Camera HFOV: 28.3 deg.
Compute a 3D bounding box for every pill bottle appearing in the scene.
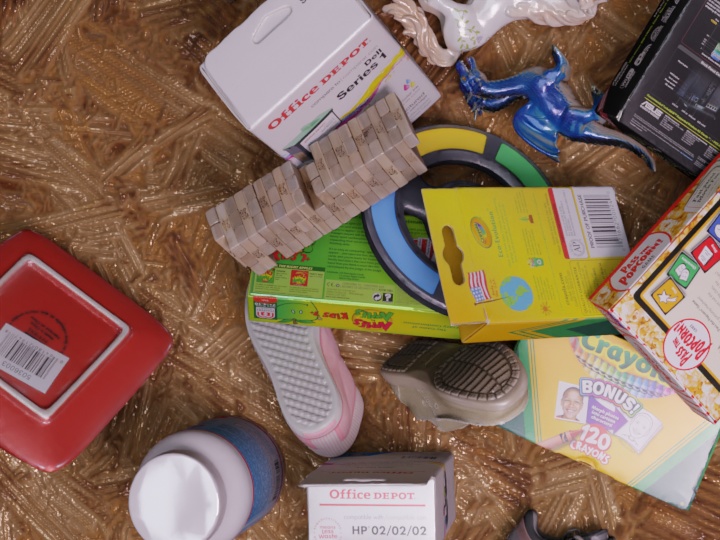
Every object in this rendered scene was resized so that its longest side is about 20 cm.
[{"bbox_3d":[-0.141,0.195,1.292,0.107,0.200,0.111,0,89,9],"label":"pill bottle"}]

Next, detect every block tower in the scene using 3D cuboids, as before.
[{"bbox_3d":[-0.035,-0.072,1.249,0.199,0.058,0.054,-32,53,11],"label":"block tower"}]

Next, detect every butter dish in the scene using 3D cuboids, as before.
[{"bbox_3d":[-0.313,0.099,1.360,0.199,0.148,0.200,35,52,7],"label":"butter dish"}]

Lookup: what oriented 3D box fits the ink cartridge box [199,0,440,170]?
[{"bbox_3d":[-0.031,-0.168,1.268,0.144,0.200,0.084,-41,67,7],"label":"ink cartridge box"}]

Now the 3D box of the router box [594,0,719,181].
[{"bbox_3d":[0.325,-0.149,1.244,0.199,0.062,0.151,31,95,-16],"label":"router box"}]

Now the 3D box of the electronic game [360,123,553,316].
[{"bbox_3d":[0.095,-0.046,1.285,0.197,0.042,0.203,9,59,-14],"label":"electronic game"}]

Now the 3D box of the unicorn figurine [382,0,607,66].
[{"bbox_3d":[0.131,-0.260,1.318,0.199,0.074,0.138,-32,94,23],"label":"unicorn figurine"}]

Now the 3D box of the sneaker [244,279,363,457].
[{"bbox_3d":[-0.052,0.086,1.349,0.074,0.105,0.202,-22,57,6],"label":"sneaker"}]

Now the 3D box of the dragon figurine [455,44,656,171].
[{"bbox_3d":[0.176,-0.136,1.309,0.099,0.059,0.200,-45,82,7],"label":"dragon figurine"}]

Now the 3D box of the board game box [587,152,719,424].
[{"bbox_3d":[0.313,0.005,1.212,0.200,0.046,0.151,-46,109,-3],"label":"board game box"}]

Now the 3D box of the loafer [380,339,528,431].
[{"bbox_3d":[0.093,0.107,1.276,0.075,0.199,0.069,-38,110,-18],"label":"loafer"}]

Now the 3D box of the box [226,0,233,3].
[{"bbox_3d":[-0.138,-0.372,1.343,0.112,0.101,0.202,-30,85,8],"label":"box"}]

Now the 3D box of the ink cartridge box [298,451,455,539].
[{"bbox_3d":[0.018,0.206,1.264,0.113,0.200,0.069,-2,90,10],"label":"ink cartridge box"}]

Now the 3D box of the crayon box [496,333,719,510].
[{"bbox_3d":[0.228,0.120,1.299,0.198,0.058,0.120,23,94,9],"label":"crayon box"}]

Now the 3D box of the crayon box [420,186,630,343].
[{"bbox_3d":[0.141,-0.007,1.233,0.197,0.051,0.129,-1,68,-26],"label":"crayon box"}]

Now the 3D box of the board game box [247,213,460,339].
[{"bbox_3d":[0.000,0.000,1.308,0.197,0.048,0.103,5,59,0],"label":"board game box"}]

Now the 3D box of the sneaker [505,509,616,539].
[{"bbox_3d":[0.222,0.280,1.294,0.198,0.077,0.083,25,88,8],"label":"sneaker"}]
